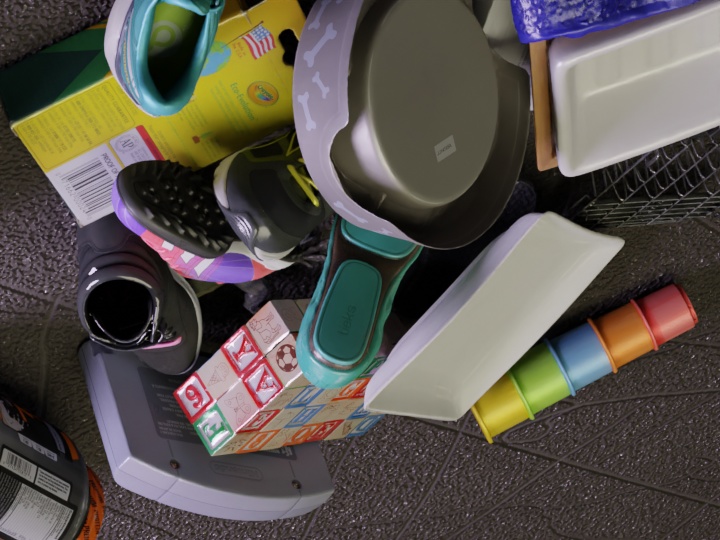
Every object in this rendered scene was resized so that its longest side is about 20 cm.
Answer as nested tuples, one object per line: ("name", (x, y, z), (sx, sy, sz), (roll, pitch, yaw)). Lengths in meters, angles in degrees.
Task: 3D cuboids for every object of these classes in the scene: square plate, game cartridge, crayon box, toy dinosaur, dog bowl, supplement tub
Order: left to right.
("supplement tub", (-0.282, 0.150, 1.791), (0.123, 0.123, 0.200), (-34, 143, 13))
("crayon box", (-0.123, -0.119, 1.602), (0.200, 0.051, 0.127), (-25, 144, 2))
("game cartridge", (-0.114, 0.124, 1.843), (0.200, 0.133, 0.040), (14, 129, -40))
("toy dinosaur", (-0.075, -0.002, 1.787), (0.088, 0.047, 0.200), (20, 130, -40))
("dog bowl", (0.032, -0.113, 1.597), (0.059, 0.200, 0.200), (1, 162, 39))
("square plate", (0.098, 0.032, 1.849), (0.200, 0.028, 0.198), (-48, 159, 12))

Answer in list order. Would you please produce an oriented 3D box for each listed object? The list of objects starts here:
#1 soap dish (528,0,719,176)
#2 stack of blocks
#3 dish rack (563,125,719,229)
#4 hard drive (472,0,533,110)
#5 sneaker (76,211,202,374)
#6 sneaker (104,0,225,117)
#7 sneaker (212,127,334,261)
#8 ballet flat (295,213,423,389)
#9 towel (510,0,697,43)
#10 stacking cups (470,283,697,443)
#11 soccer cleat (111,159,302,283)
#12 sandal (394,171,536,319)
("soap dish", (0.203, -0.158, 1.661), (0.200, 0.081, 0.157), (-20, 148, -6))
("stack of blocks", (-0.031, 0.076, 1.842), (0.115, 0.059, 0.200), (-43, 159, 27))
("dish rack", (0.245, -0.087, 1.834), (0.153, 0.055, 0.200), (-3, 158, -26))
("hard drive", (0.165, -0.168, 1.725), (0.200, 0.027, 0.132), (-6, 140, -23))
("sneaker", (-0.158, 0.033, 1.715), (0.071, 0.099, 0.200), (-9, 138, 7))
("sneaker", (-0.098, -0.187, 1.477), (0.077, 0.080, 0.200), (8, 110, -18))
("sneaker", (-0.029, -0.073, 1.630), (0.085, 0.074, 0.200), (-32, -173, 30))
("ballet flat", (0.000, 0.000, 1.743), (0.067, 0.200, 0.070), (26, 149, -5))
("towel", (0.151, -0.248, 1.516), (0.148, 0.050, 0.200), (-20, 113, -14))
("stacking cups", (0.180, 0.071, 2.007), (0.200, 0.061, 0.061), (-27, 144, 2))
("soccer cleat", (-0.116, -0.024, 1.642), (0.073, 0.068, 0.200), (-28, 161, 22))
("sandal", (0.070, -0.026, 1.845), (0.075, 0.045, 0.200), (0, 152, -21))
